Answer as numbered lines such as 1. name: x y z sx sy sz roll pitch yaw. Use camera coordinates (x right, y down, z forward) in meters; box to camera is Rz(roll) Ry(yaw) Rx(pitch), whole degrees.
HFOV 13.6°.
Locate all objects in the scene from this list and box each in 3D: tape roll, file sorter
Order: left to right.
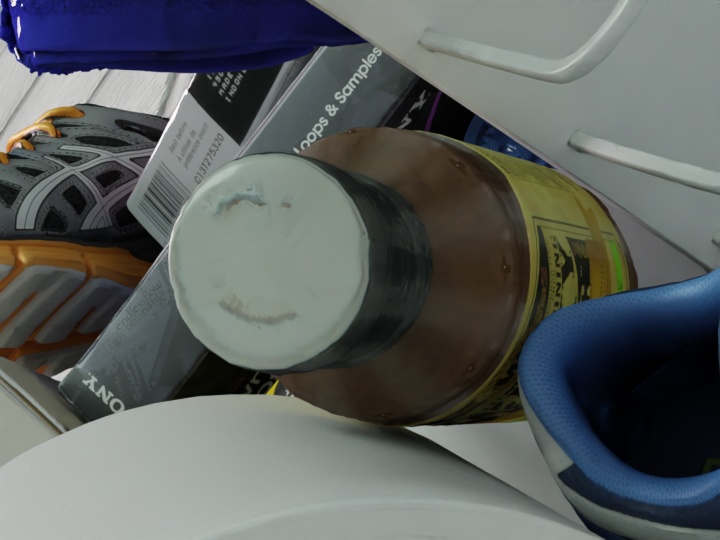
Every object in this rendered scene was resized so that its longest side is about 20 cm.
1. tape roll: -0.013 0.134 0.611 0.203 0.202 0.139 -58 16 -3
2. file sorter: 0.097 -0.076 0.683 0.139 0.199 0.124 -58 17 -1

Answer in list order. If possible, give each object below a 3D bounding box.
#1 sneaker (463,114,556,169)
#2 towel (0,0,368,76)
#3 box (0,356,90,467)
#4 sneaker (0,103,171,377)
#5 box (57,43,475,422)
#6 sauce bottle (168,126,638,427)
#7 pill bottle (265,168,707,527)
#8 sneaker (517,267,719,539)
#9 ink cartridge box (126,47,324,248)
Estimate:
1. sneaker: 0.084 -0.045 0.912 0.200 0.070 0.078 -48 -35 -45
2. towel: -0.046 -0.149 0.737 0.049 0.147 0.201 -1 93 34
3. box: -0.099 0.078 0.888 0.082 0.068 0.200 -49 -7 0
4. sneaker: -0.096 -0.012 0.938 0.078 0.199 0.078 -39 67 39
5. box: 0.000 0.000 0.930 0.143 0.036 0.200 -53 -22 8
6. sauce bottle: 0.011 0.003 0.643 0.065 0.065 0.200 -55 -15 10
7. pill bottle: 0.014 0.073 0.811 0.200 0.112 0.113 -51 17 23
8. sneaker: 0.117 0.025 0.584 0.199 0.082 0.074 -16 45 37
9. ink cartridge box: 0.018 -0.067 0.947 0.199 0.037 0.095 -20 -31 -47
